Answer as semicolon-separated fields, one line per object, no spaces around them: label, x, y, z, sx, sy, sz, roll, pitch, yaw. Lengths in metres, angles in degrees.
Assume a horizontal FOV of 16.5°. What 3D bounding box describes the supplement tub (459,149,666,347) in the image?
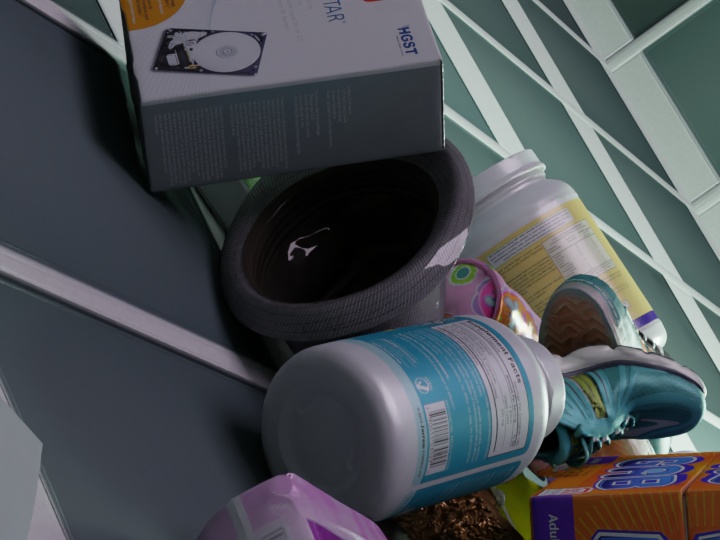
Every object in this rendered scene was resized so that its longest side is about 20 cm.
supplement tub;0.148;0.015;2.083;0.201;0.145;0.145;57;15;7

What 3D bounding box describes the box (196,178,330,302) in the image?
box;-0.048;-0.032;1.786;0.145;0.036;0.200;56;13;0

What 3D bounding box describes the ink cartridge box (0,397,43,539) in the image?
ink cartridge box;-0.222;0.061;0.800;0.200;0.145;0.145;50;15;-20

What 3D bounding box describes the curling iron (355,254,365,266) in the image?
curling iron;-0.004;-0.007;1.735;0.050;0.025;0.201;37;32;-80

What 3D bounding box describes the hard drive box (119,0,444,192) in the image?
hard drive box;-0.055;-0.139;1.656;0.156;0.198;0.077;-107;-168;-50

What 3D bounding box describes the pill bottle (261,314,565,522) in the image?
pill bottle;0.041;0.088;1.526;0.199;0.111;0.111;-9;63;-49

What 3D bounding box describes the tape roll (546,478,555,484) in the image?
tape roll;0.212;0.232;1.887;0.200;0.065;0.201;-25;90;-85

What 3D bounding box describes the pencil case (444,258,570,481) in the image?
pencil case;0.109;0.074;1.794;0.200;0.087;0.088;46;17;-46

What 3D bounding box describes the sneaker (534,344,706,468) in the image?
sneaker;0.142;0.102;1.671;0.198;0.078;0.080;-2;41;-16

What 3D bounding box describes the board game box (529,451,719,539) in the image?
board game box;0.231;0.230;1.626;0.200;0.198;0.201;-12;98;-74

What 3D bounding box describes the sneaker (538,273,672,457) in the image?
sneaker;0.181;0.068;1.767;0.080;0.071;0.201;-54;141;-35

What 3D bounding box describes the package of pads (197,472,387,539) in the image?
package of pads;-0.006;0.214;1.291;0.120;0.075;0.201;38;23;-53

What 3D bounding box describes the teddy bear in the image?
teddy bear;0.039;0.146;1.634;0.200;0.067;0.145;49;8;3

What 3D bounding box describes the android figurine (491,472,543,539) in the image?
android figurine;0.097;0.167;1.799;0.200;0.041;0.183;38;22;-53

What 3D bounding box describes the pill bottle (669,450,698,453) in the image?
pill bottle;0.296;0.249;2.101;0.112;0.112;0.201;44;18;-36

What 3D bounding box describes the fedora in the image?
fedora;0.000;0.000;1.635;0.201;0.176;0.091;-87;161;-52
